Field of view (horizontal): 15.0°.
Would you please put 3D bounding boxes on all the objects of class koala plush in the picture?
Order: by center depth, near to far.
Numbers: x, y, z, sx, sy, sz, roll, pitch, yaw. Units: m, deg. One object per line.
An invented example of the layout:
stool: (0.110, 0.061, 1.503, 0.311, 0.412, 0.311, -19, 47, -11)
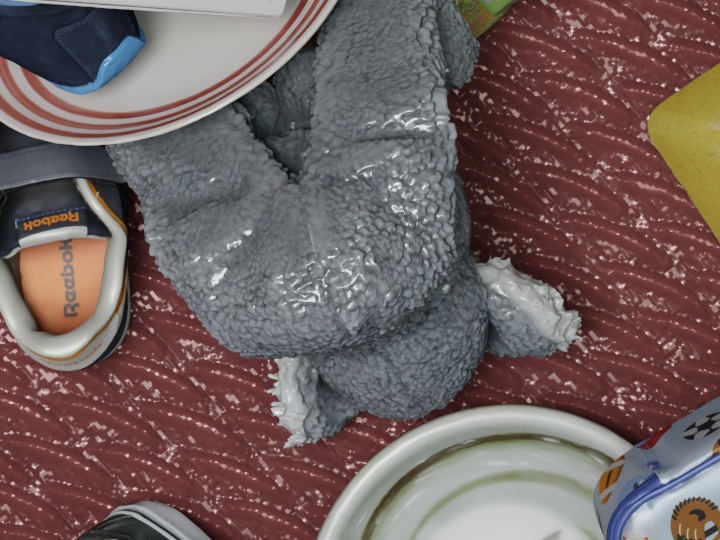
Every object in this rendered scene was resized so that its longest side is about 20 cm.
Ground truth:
koala plush: (0.000, 0.000, 1.249, 0.176, 0.185, 0.200, -22, 138, 8)

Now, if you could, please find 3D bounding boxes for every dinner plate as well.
dinner plate: (-0.088, -0.130, 1.243, 0.199, 0.201, 0.024, -30, 135, 2)

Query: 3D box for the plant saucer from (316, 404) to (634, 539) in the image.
plant saucer: (0.071, 0.163, 1.324, 0.198, 0.050, 0.202, 0, 95, 0)

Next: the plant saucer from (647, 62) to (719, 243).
plant saucer: (0.272, -0.046, 1.310, 0.199, 0.048, 0.201, -34, 94, 2)

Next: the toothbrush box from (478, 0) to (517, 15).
toothbrush box: (0.048, -0.243, 1.252, 0.200, 0.086, 0.146, 44, 75, -3)

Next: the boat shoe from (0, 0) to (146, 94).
boat shoe: (-0.173, -0.147, 1.236, 0.199, 0.069, 0.084, 19, 63, 37)

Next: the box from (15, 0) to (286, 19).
box: (-0.134, -0.172, 1.197, 0.143, 0.200, 0.037, 1, 119, -34)

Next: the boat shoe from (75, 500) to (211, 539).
boat shoe: (-0.060, 0.186, 1.281, 0.199, 0.071, 0.072, 32, 119, 22)

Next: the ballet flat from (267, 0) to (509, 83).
ballet flat: (-0.016, -0.122, 1.290, 0.198, 0.071, 0.071, -12, 95, 0)

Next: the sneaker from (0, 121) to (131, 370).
sneaker: (-0.147, -0.052, 1.289, 0.078, 0.079, 0.202, -13, 94, 1)

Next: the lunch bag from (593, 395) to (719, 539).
lunch bag: (0.219, 0.124, 1.261, 0.199, 0.076, 0.161, -27, 102, 2)
